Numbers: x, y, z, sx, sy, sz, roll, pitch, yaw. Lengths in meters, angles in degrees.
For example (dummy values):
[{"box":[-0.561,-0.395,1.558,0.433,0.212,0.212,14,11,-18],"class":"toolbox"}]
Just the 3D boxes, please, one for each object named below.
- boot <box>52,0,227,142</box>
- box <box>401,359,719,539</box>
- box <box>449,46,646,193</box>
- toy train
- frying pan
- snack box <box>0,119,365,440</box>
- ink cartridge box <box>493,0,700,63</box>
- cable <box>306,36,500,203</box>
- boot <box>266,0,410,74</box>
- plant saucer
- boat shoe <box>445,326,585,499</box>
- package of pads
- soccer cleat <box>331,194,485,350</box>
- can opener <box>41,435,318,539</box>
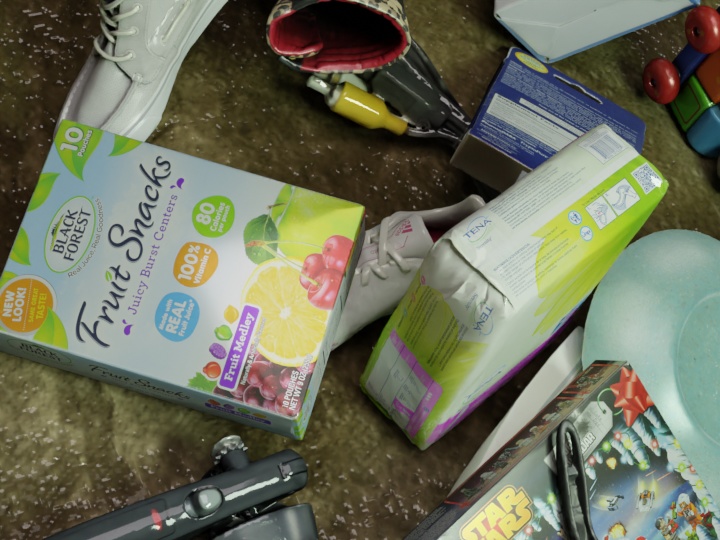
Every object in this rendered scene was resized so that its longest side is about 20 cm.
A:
[{"box":[-0.153,-0.162,1.120,0.073,0.096,0.201,24,79,31],"class":"boot"},{"box":[0.119,0.168,1.039,0.200,0.040,0.138,-40,104,-22],"class":"box"},{"box":[0.136,-0.089,1.215,0.120,0.033,0.200,30,28,0],"class":"box"},{"box":[0.289,-0.144,1.233,0.084,0.200,0.117,-16,71,-25],"class":"toy train"},{"box":[0.148,0.193,1.017,0.114,0.031,0.192,17,84,-27],"class":"frying pan"},{"box":[-0.110,0.005,1.062,0.198,0.053,0.144,16,70,6],"class":"snack box"},{"box":[0.176,-0.272,1.300,0.076,0.135,0.202,36,47,-43],"class":"ink cartridge box"},{"box":[0.054,-0.101,1.238,0.199,0.050,0.097,39,39,-8],"class":"cable"},{"box":[-0.054,-0.207,1.202,0.198,0.074,0.151,9,40,-10],"class":"boot"},{"box":[0.232,0.069,1.140,0.199,0.039,0.203,8,76,-32],"class":"plant saucer"},{"box":[0.112,0.121,1.104,0.068,0.072,0.200,38,48,5],"class":"boat shoe"},{"box":[0.087,0.014,1.072,0.154,0.200,0.068,-35,74,-31],"class":"package of pads"},{"box":[0.000,0.000,1.120,0.199,0.087,0.070,-23,70,-27],"class":"soccer cleat"},{"box":[-0.118,0.150,1.008,0.198,0.064,0.079,-13,66,-25],"class":"can opener"}]
